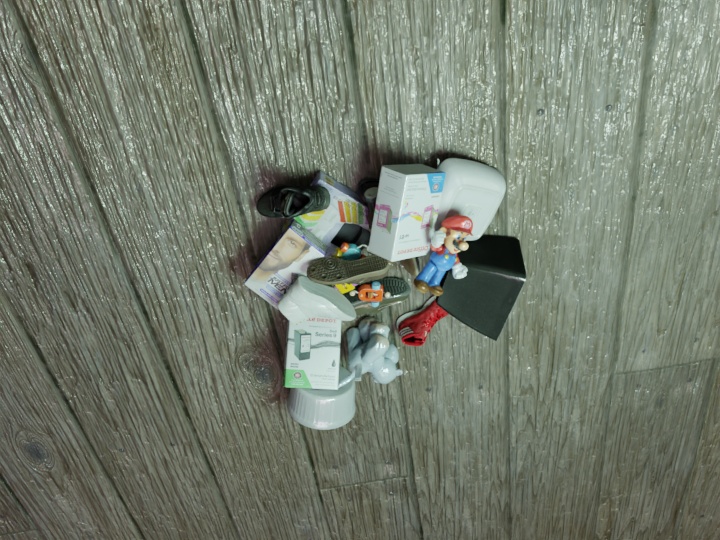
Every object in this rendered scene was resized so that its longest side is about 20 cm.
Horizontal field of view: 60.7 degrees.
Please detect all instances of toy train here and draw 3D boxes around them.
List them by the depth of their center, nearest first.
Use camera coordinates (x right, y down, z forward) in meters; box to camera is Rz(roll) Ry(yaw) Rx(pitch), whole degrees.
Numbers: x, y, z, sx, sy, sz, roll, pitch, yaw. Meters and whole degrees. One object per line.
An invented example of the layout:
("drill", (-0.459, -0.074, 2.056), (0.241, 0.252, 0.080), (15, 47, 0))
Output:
("toy train", (0.000, 0.000, 1.542), (0.148, 0.056, 0.202), (-2, 129, 1))

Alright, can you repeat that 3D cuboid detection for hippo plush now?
("hippo plush", (0.054, 0.241, 1.690), (0.160, 0.202, 0.158), (34, 137, -32))

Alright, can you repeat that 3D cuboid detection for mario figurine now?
("mario figurine", (0.203, -0.031, 1.410), (0.105, 0.123, 0.202), (30, 109, 12))

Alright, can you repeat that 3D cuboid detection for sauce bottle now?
("sauce bottle", (0.050, -0.107, 1.469), (0.065, 0.067, 0.201), (-16, 132, 6))

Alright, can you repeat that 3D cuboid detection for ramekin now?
("ramekin", (-0.106, 0.345, 1.733), (0.197, 0.201, 0.099), (5, 116, -7))

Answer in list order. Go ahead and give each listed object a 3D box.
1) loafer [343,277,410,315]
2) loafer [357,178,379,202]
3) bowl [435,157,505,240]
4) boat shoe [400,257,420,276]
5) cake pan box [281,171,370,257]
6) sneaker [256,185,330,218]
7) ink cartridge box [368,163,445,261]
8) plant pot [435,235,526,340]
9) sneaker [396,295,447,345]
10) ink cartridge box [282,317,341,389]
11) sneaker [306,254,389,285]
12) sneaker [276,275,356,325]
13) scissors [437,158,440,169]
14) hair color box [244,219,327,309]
("loafer", (0.040, 0.075, 1.648), (0.197, 0.076, 0.070), (-11, 135, 9))
("loafer", (0.092, -0.184, 1.479), (0.197, 0.063, 0.073), (-2, 123, -5))
("bowl", (0.250, -0.157, 1.477), (0.197, 0.075, 0.202), (8, 122, -28))
("boat shoe", (0.124, -0.074, 1.553), (0.065, 0.072, 0.202), (-36, 126, -20))
("cake pan box", (-0.068, -0.118, 1.520), (0.199, 0.053, 0.185), (29, 118, -22))
("sneaker", (-0.179, -0.159, 1.420), (0.197, 0.114, 0.078), (1, 97, 30))
("ink cartridge box", (0.105, -0.132, 1.399), (0.143, 0.084, 0.203), (-12, 120, -44))
("plant pot", (0.294, 0.022, 1.563), (0.175, 0.200, 0.202), (17, 121, -2))
("sneaker", (0.193, 0.143, 1.668), (0.199, 0.116, 0.078), (-34, 119, 17))
("ink cartridge box", (-0.129, 0.213, 1.642), (0.144, 0.084, 0.203), (4, 80, -9))
("sneaker", (-0.028, 0.012, 1.463), (0.197, 0.071, 0.076), (-5, 151, -3))
("sneaker", (-0.113, 0.095, 1.522), (0.199, 0.074, 0.115), (31, 119, -34))
("scissors", (0.190, -0.179, 1.489), (0.073, 0.014, 0.201), (-31, 136, 0))
("hair color box", (-0.183, -0.013, 1.503), (0.109, 0.065, 0.200), (37, 113, -11))
